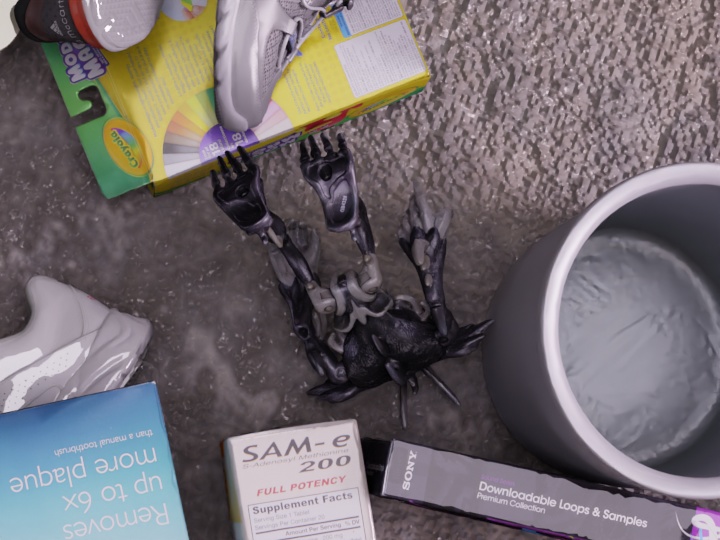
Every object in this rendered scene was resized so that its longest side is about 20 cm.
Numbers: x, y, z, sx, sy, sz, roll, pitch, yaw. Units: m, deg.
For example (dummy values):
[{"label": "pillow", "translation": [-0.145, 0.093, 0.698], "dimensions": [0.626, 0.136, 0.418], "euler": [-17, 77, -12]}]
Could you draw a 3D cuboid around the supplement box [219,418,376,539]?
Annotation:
[{"label": "supplement box", "translation": [-0.027, 0.184, 1.203], "dimensions": [0.073, 0.126, 0.201], "euler": [-9, 85, -6]}]

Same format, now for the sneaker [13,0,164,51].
[{"label": "sneaker", "translation": [-0.136, -0.197, 1.231], "dimensions": [0.200, 0.082, 0.077], "euler": [-62, 139, -43]}]

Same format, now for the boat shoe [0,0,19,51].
[{"label": "boat shoe", "translation": [-0.227, -0.216, 1.246], "dimensions": [0.073, 0.063, 0.202], "euler": [-14, 84, -7]}]

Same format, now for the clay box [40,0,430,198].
[{"label": "clay box", "translation": [-0.074, -0.123, 1.265], "dimensions": [0.199, 0.048, 0.115], "euler": [-22, 84, -7]}]

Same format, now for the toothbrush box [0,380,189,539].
[{"label": "toothbrush box", "translation": [-0.154, 0.171, 1.123], "dimensions": [0.146, 0.085, 0.201], "euler": [-11, 84, -7]}]

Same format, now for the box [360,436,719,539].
[{"label": "box", "translation": [0.100, 0.129, 1.216], "dimensions": [0.199, 0.143, 0.036], "euler": [15, 84, -5]}]

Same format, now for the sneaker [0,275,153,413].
[{"label": "sneaker", "translation": [-0.204, 0.091, 1.223], "dimensions": [0.099, 0.078, 0.200], "euler": [32, 73, 3]}]

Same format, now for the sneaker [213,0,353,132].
[{"label": "sneaker", "translation": [-0.027, -0.166, 1.212], "dimensions": [0.082, 0.075, 0.201], "euler": [19, 78, 0]}]

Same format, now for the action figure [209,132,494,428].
[{"label": "action figure", "translation": [0.000, 0.000, 1.229], "dimensions": [0.118, 0.200, 0.102], "euler": [-17, 47, 15]}]

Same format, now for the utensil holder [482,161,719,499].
[{"label": "utensil holder", "translation": [0.161, 0.039, 1.203], "dimensions": [0.169, 0.200, 0.171], "euler": [1, 84, -6]}]
